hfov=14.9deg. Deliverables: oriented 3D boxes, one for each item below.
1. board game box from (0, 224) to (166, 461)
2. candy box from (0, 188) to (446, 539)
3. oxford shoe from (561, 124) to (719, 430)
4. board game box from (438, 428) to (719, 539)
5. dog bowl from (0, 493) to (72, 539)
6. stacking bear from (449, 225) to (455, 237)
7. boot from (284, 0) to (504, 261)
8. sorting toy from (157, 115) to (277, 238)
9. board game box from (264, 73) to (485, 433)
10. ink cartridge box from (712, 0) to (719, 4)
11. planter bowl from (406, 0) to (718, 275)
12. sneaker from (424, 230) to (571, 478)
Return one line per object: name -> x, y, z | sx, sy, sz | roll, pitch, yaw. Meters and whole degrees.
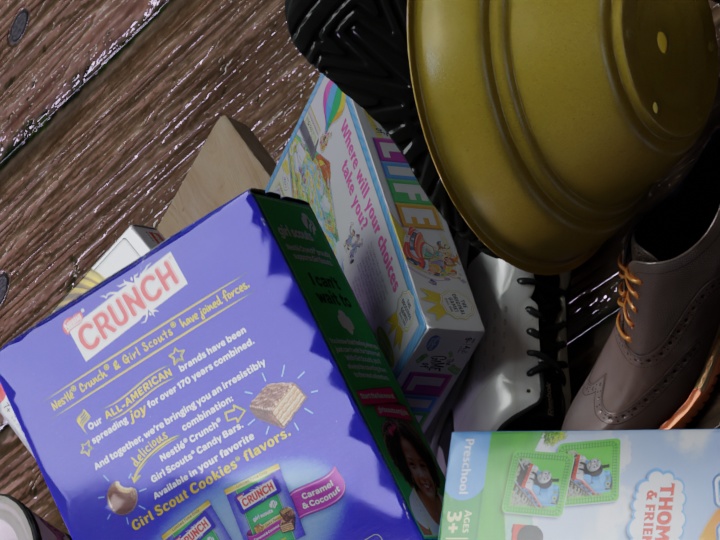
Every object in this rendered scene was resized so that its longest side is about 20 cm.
board game box -> -0.096, 0.092, 1.438 | 0.126, 0.035, 0.200 | -46, 70, 15
candy box -> -0.064, 0.088, 1.362 | 0.169, 0.077, 0.201 | -31, 75, 17
oxford shoe -> 0.144, 0.013, 1.332 | 0.201, 0.073, 0.071 | -58, 32, 17
board game box -> 0.128, 0.146, 1.225 | 0.199, 0.037, 0.152 | -2, 66, 25
dog bowl -> -0.231, 0.251, 1.782 | 0.200, 0.073, 0.201 | -37, 42, 42
stacking bear -> 0.059, -0.081, 1.503 | 0.114, 0.121, 0.201 | 1, 80, 61
boot -> 0.035, -0.109, 1.402 | 0.079, 0.211, 0.158 | -39, 21, 9
sorting toy -> -0.073, 0.041, 1.666 | 0.200, 0.069, 0.200 | -60, 32, 15
board game box -> 0.000, 0.000, 1.455 | 0.135, 0.034, 0.201 | 119, 146, -41
ink cartridge box -> 0.224, -0.186, 1.319 | 0.145, 0.084, 0.200 | -64, 31, 6
planter bowl -> 0.111, -0.102, 1.289 | 0.083, 0.200, 0.202 | -7, 64, 37
sneaker -> 0.086, 0.040, 1.422 | 0.080, 0.073, 0.201 | 9, 87, 55
